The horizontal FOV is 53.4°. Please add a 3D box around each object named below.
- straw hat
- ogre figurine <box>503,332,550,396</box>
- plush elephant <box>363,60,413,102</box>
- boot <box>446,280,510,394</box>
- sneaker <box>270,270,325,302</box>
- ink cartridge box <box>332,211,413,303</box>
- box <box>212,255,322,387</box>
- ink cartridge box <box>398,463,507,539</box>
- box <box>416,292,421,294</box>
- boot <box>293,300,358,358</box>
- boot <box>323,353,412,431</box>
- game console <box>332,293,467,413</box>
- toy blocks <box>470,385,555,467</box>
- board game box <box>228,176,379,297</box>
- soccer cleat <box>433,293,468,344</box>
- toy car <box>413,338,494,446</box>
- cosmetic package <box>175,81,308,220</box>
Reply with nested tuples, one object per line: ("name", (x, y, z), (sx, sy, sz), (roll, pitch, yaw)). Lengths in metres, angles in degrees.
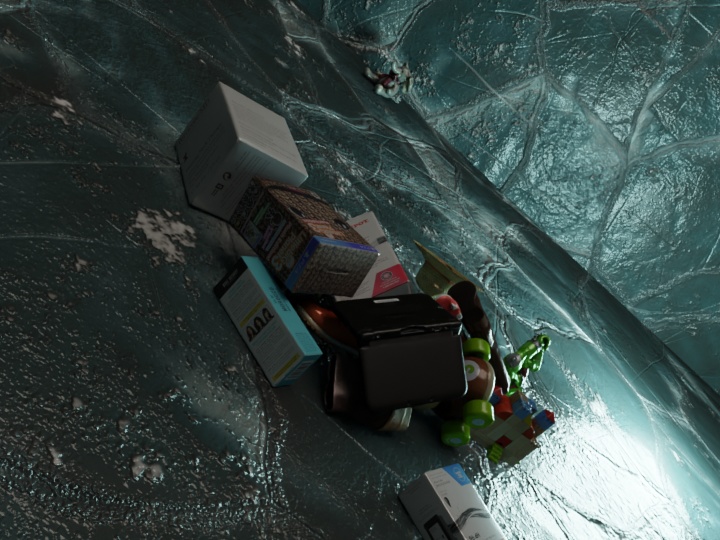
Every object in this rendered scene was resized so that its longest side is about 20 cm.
("straw hat", (0.172, 0.022, 1.601), (0.201, 0.085, 0.201), (36, 5, -4))
("ogre figurine", (0.326, 0.221, 1.551), (0.120, 0.200, 0.099), (-11, 69, -45))
("plush elephant", (0.141, -0.805, 3.001), (0.199, 0.155, 0.165), (24, 30, -38))
("boot", (0.249, 0.139, 1.476), (0.187, 0.064, 0.201), (-97, 162, -62))
("sneaker", (-0.100, 0.019, 1.273), (0.082, 0.071, 0.199), (19, 15, 24))
("ink cartridge box", (0.000, 0.000, 1.409), (0.085, 0.144, 0.201), (69, -4, -52))
("box", (-0.149, 0.078, 1.133), (0.200, 0.082, 0.049), (55, 24, 22))
("ink cartridge box", (0.159, 0.408, 1.106), (0.116, 0.068, 0.200), (7, 43, -54))
("box", (0.188, 0.137, 1.584), (0.200, 0.049, 0.161), (49, 5, 9))
("boot", (-0.023, 0.091, 1.271), (0.200, 0.107, 0.075), (35, 0, -25))
("boot", (0.026, 0.164, 1.210), (0.166, 0.072, 0.201), (25, 62, -31))
("game console", (0.065, 0.131, 1.211), (0.199, 0.117, 0.176), (-4, 27, -29))
("toy blocks", (0.294, 0.299, 1.424), (0.200, 0.137, 0.100), (36, 24, -17))
("board game box", (-0.097, -0.056, 1.219), (0.200, 0.097, 0.159), (44, 21, 32))
("soccer cleat", (0.161, 0.098, 1.384), (0.085, 0.068, 0.200), (57, -1, 40))
("toy car", (0.131, 0.205, 1.322), (0.199, 0.158, 0.165), (19, 47, -15))
("cosmetic package", (-0.233, -0.214, 1.377), (0.166, 0.167, 0.200), (23, 30, -40))
